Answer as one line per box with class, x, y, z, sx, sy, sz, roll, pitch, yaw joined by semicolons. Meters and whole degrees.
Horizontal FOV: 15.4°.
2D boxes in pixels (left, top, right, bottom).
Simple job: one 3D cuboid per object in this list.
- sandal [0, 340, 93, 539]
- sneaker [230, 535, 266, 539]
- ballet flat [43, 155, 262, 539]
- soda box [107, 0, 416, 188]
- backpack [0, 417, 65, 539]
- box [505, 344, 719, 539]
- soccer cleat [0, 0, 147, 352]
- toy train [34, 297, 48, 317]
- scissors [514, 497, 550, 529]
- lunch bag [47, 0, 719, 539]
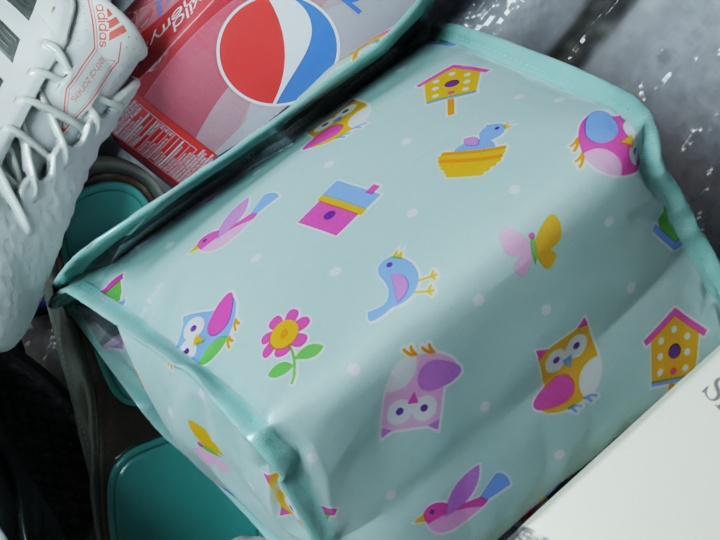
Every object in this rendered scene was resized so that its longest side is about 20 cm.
sandal;-0.163;0.033;1.012;0.075;0.200;0.045;-31;27;10
sneaker;0.029;0.162;0.915;0.105;0.076;0.200;-33;70;10
ballet flat;-0.077;0.054;1.002;0.067;0.064;0.200;-14;95;-9
soda box;-0.014;-0.118;0.983;0.200;0.063;0.070;-44;26;17
backpack;-0.191;0.063;0.880;0.150;0.178;0.200;-34;35;0
box;0.088;0.105;0.840;0.200;0.068;0.082;-43;72;-2
soccer cleat;-0.116;-0.055;0.934;0.085;0.069;0.200;-22;39;18
toy train;-0.163;-0.086;1.046;0.085;0.116;0.200;-12;73;52
scissors;0.063;0.095;0.932;0.200;0.014;0.073;19;93;33
lunch bag;0.000;0.000;0.890;0.170;0.122;0.200;-38;36;-11
